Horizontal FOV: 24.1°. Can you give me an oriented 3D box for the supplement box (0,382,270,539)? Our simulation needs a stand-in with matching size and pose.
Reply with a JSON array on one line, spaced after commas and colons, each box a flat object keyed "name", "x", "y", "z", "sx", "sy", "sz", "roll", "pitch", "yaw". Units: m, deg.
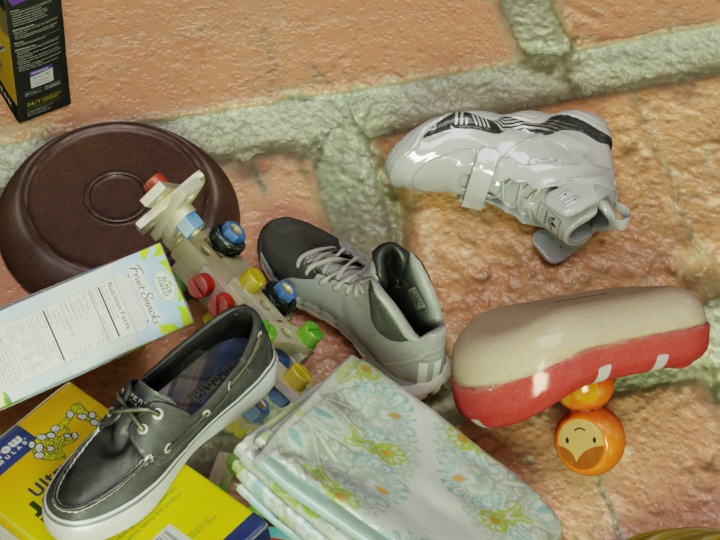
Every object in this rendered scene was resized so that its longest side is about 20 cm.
[{"name": "supplement box", "x": -0.160, "y": 0.185, "z": 1.131, "sx": 0.199, "sy": 0.109, "sz": 0.109, "roll": 30, "pitch": 55, "yaw": 31}]

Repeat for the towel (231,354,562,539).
[{"name": "towel", "x": 0.029, "y": 0.150, "z": 1.118, "sx": 0.200, "sy": 0.048, "sz": 0.171, "roll": 38, "pitch": 32, "yaw": 10}]

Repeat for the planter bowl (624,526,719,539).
[{"name": "planter bowl", "x": 0.254, "y": 0.242, "z": 1.151, "sx": 0.199, "sy": 0.084, "sz": 0.201, "roll": 9, "pitch": 48, "yaw": -10}]

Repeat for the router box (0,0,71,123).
[{"name": "router box", "x": -0.313, "y": -0.250, "z": 1.425, "sx": 0.052, "sy": 0.158, "sz": 0.200, "roll": -24, "pitch": 59, "yaw": -21}]

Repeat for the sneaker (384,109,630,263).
[{"name": "sneaker", "x": 0.125, "y": -0.069, "z": 1.386, "sx": 0.198, "sy": 0.075, "sz": 0.115, "roll": -6, "pitch": 52, "yaw": -13}]

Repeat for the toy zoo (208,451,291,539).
[{"name": "toy zoo", "x": -0.025, "y": 0.196, "z": 1.183, "sx": 0.198, "sy": 0.021, "sz": 0.132, "roll": 5, "pitch": 53, "yaw": 18}]

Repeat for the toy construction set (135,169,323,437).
[{"name": "toy construction set", "x": -0.104, "y": 0.019, "z": 1.262, "sx": 0.201, "sy": 0.092, "sz": 0.131, "roll": 61, "pitch": 26, "yaw": 1}]

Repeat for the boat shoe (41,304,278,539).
[{"name": "boat shoe", "x": -0.130, "y": 0.093, "z": 1.095, "sx": 0.070, "sy": 0.067, "sz": 0.200, "roll": 32, "pitch": 56, "yaw": 34}]

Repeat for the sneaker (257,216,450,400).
[{"name": "sneaker", "x": 0.000, "y": 0.000, "z": 1.300, "sx": 0.075, "sy": 0.116, "sz": 0.200, "roll": -37, "pitch": 66, "yaw": -27}]

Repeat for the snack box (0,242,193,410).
[{"name": "snack box", "x": -0.235, "y": 0.053, "z": 1.203, "sx": 0.199, "sy": 0.169, "sz": 0.068, "roll": -26, "pitch": 94, "yaw": -19}]

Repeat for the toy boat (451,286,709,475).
[{"name": "toy boat", "x": 0.164, "y": 0.087, "z": 1.252, "sx": 0.199, "sy": 0.130, "sz": 0.132, "roll": -9, "pitch": 93, "yaw": -29}]

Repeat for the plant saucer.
[{"name": "plant saucer", "x": -0.196, "y": -0.050, "z": 1.370, "sx": 0.199, "sy": 0.035, "sz": 0.201, "roll": 3, "pitch": 55, "yaw": -4}]
